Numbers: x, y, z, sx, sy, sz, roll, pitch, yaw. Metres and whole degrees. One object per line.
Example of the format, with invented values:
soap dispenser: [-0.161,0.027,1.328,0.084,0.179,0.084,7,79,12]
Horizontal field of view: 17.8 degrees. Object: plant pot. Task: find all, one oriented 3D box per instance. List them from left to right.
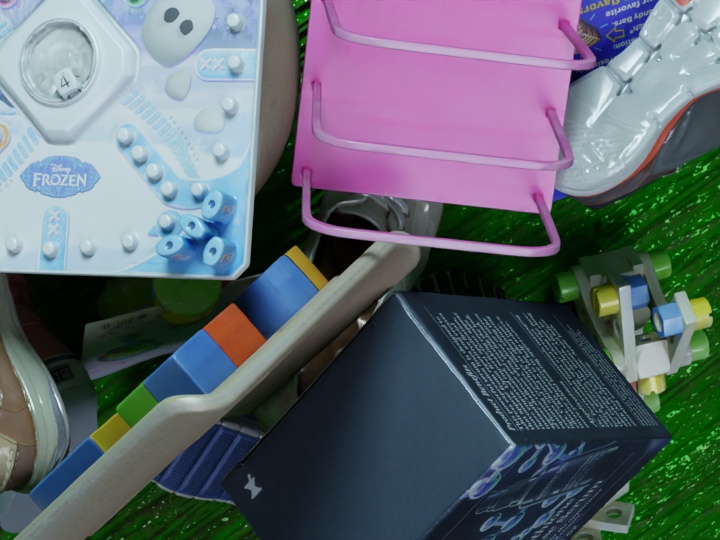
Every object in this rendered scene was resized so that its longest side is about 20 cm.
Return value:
plant pot: [-0.113,-0.088,1.177,0.199,0.135,0.202,-11,125,-15]

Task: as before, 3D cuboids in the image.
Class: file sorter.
file sorter: [0.045,-0.118,1.127,0.138,0.126,0.202,6,106,-4]

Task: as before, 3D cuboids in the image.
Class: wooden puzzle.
wooden puzzle: [-0.080,0.058,1.127,0.185,0.046,0.200,-43,176,41]

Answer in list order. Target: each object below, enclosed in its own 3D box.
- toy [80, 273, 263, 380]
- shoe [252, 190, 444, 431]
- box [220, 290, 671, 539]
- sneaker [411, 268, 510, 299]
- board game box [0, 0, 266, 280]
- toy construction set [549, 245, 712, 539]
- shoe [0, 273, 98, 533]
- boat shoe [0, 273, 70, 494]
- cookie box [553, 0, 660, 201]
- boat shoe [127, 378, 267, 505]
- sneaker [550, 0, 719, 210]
toy: [-0.103,0.016,1.258,0.114,0.200,0.048,-16,85,-12]
shoe: [0.000,0.000,1.273,0.070,0.053,0.201,25,75,-7]
box: [0.050,0.101,1.242,0.149,0.107,0.199,-48,155,21]
sneaker: [0.018,0.051,1.375,0.199,0.079,0.090,5,151,-33]
board game box: [-0.143,-0.100,1.093,0.198,0.026,0.202,2,85,19]
toy construction set: [0.155,0.071,1.393,0.091,0.131,0.201,-1,123,-20]
shoe: [-0.193,0.072,1.299,0.071,0.091,0.200,-26,159,-19]
boat shoe: [-0.218,0.028,1.174,0.071,0.201,0.076,-9,144,-39]
cookie box: [0.149,-0.158,1.270,0.170,0.075,0.201,-20,127,-8]
boat shoe: [-0.054,0.106,1.371,0.199,0.073,0.072,28,108,-39]
sneaker: [0.183,-0.104,1.243,0.199,0.077,0.082,-33,154,6]
